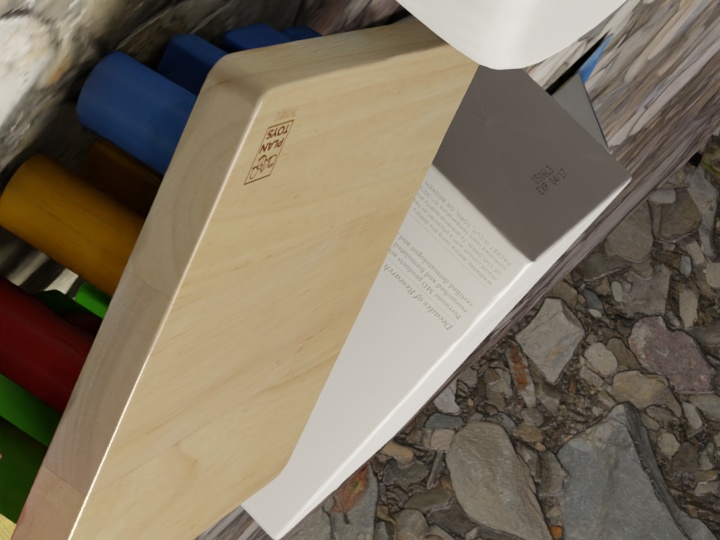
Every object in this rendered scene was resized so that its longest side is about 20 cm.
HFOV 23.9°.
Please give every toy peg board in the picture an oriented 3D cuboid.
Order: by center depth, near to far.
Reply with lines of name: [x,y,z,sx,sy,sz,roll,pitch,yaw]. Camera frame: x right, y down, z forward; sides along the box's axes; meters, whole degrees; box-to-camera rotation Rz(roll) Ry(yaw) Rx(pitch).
toy peg board: [-0.067,-0.006,0.578,0.200,0.098,0.200,-65,166,20]

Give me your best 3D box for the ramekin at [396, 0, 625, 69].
ramekin: [0.063,-0.145,0.429,0.200,0.098,0.201,-43,172,-8]

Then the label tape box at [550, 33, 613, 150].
label tape box: [0.128,-0.068,1.276,0.200,0.063,0.144,-43,172,-14]

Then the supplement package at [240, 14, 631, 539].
supplement package: [0.000,0.000,0.761,0.200,0.120,0.121,-50,172,33]

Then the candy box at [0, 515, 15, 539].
candy box: [-0.150,0.125,0.875,0.117,0.056,0.200,-37,170,-49]
